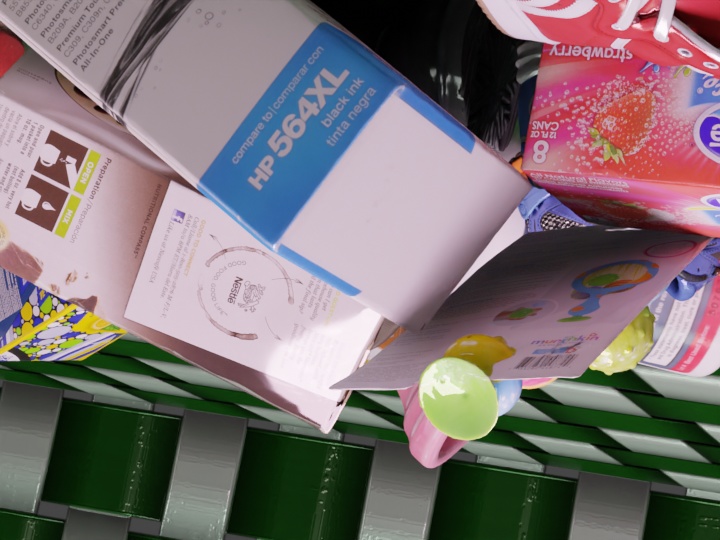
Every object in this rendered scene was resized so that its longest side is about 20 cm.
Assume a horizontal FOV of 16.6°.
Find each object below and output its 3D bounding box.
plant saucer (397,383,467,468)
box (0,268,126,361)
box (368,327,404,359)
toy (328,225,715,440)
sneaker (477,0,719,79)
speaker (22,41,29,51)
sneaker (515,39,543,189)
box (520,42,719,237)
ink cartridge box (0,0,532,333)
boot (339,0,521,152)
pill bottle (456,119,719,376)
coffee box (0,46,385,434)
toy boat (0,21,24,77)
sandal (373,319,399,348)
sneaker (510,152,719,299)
[{"bbox_3d":[0.087,0.027,1.477,0.051,0.201,0.201,40,175,10],"label":"plant saucer"},{"bbox_3d":[-0.122,-0.014,1.278,0.070,0.065,0.200,1,159,-44],"label":"box"},{"bbox_3d":[-0.038,-0.028,1.422,0.097,0.125,0.200,6,170,24],"label":"box"},{"bbox_3d":[0.084,0.027,1.056,0.114,0.048,0.200,-5,-166,31],"label":"toy"},{"bbox_3d":[0.086,-0.118,0.894,0.112,0.072,0.200,11,179,23],"label":"sneaker"},{"bbox_3d":[-0.187,-0.090,1.360,0.199,0.082,0.081,4,169,35],"label":"speaker"},{"bbox_3d":[0.163,-0.059,1.145,0.199,0.078,0.076,11,169,-9],"label":"sneaker"},{"bbox_3d":[0.177,-0.067,1.010,0.199,0.100,0.095,7,170,26],"label":"box"},{"bbox_3d":[-0.046,-0.077,1.007,0.200,0.084,0.146,41,-175,27],"label":"ink cartridge box"},{"bbox_3d":[-0.031,-0.107,1.157,0.199,0.066,0.165,14,170,12],"label":"boot"},{"bbox_3d":[0.105,-0.020,1.320,0.199,0.120,0.120,12,171,-9],"label":"pill bottle"},{"bbox_3d":[-0.078,-0.023,1.120,0.199,0.080,0.113,27,-156,-1],"label":"coffee box"},{"bbox_3d":[-0.275,-0.100,1.239,0.199,0.132,0.130,16,169,-31],"label":"toy boat"},{"bbox_3d":[0.000,0.000,1.237,0.081,0.055,0.200,25,149,-4],"label":"sandal"},{"bbox_3d":[0.171,-0.025,1.234,0.198,0.079,0.075,-2,173,-9],"label":"sneaker"}]
